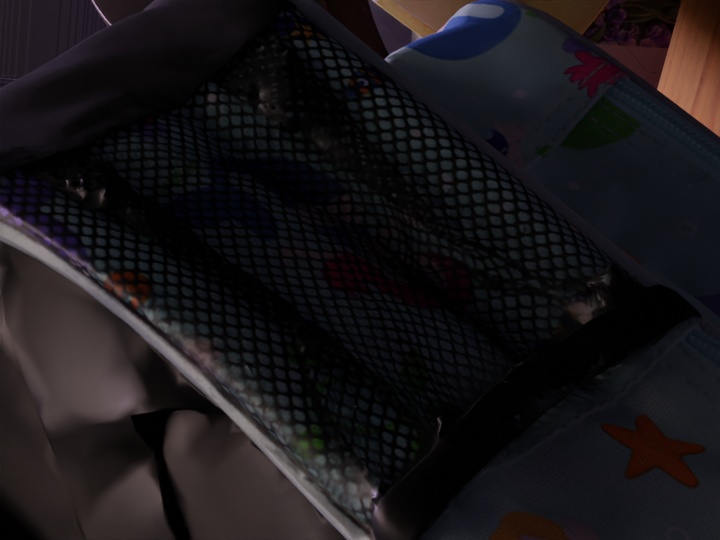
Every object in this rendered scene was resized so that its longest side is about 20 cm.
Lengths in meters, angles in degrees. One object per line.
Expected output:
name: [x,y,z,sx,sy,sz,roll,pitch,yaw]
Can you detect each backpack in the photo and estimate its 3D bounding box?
backpack: [0.019,0.069,0.395,0.200,0.151,0.178,42,142,27]

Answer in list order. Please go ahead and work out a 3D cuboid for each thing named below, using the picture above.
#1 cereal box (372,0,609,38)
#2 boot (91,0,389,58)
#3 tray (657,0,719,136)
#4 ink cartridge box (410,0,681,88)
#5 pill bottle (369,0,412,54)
cereal box: [0.047,-0.119,0.522,0.144,0.040,0.200,-52,15,9]
boot: [0.000,0.000,0.680,0.200,0.064,0.186,65,-178,-45]
tray: [0.074,0.012,0.508,0.099,0.037,0.200,-95,12,-47]
ink cartridge box: [0.051,-0.066,0.655,0.200,0.050,0.109,-114,29,-75]
pill bottle: [-0.070,-0.005,0.805,0.200,0.112,0.112,-27,45,27]
